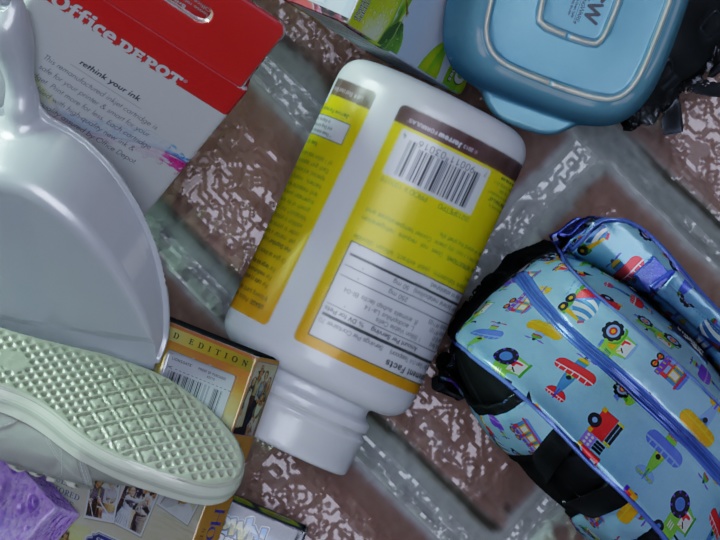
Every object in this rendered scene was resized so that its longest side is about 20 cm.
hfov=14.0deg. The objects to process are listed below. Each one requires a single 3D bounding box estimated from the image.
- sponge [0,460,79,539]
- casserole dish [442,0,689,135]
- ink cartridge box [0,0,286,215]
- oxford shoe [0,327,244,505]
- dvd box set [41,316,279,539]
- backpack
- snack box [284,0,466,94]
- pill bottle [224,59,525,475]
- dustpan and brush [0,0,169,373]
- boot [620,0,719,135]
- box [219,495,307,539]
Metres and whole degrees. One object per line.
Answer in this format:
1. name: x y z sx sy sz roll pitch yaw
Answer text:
1. sponge: -0.246 0.099 1.522 0.200 0.030 0.112 45 100 25
2. casserole dish: 0.118 -0.165 1.490 0.120 0.039 0.201 19 96 -8
3. ink cartridge box: -0.128 -0.102 1.478 0.116 0.067 0.200 32 126 -15
4. oxford shoe: -0.151 0.077 1.457 0.199 0.075 0.058 18 123 10
5. dvd box set: -0.137 0.115 1.502 0.146 0.029 0.201 19 92 27
6. backpack: 0.133 0.063 1.485 0.135 0.200 0.183 -45 89 0
7. snack box: 0.045 -0.207 1.515 0.053 0.142 0.201 24 90 28
8. pill bottle: 0.000 0.000 1.530 0.109 0.109 0.201 26 90 0
9. dustpan and brush: -0.166 -0.050 1.453 0.139 0.057 0.201 9 134 23
10. boot: 0.148 -0.186 1.545 0.162 0.073 0.199 -38 99 -1
11. box: -0.140 0.148 1.565 0.199 0.035 0.111 23 91 0
